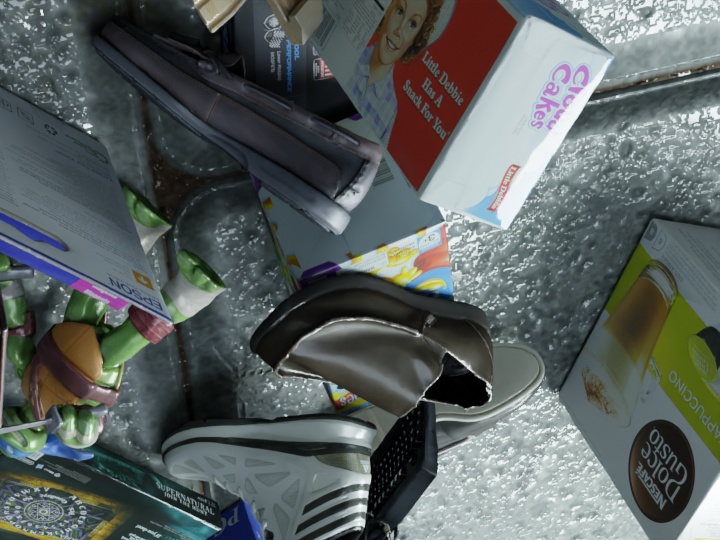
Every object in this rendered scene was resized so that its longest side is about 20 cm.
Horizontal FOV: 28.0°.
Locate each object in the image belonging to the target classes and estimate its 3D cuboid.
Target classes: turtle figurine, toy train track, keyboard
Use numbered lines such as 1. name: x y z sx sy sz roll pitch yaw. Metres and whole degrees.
1. turtle figurine: -0.198 0.038 0.946 0.194 0.144 0.200 -46 124 1
2. toy train track: -0.066 -0.210 0.792 0.115 0.032 0.201 -54 131 -28
3. keyboard: 0.006 0.174 1.089 0.039 0.105 0.201 10 140 -17

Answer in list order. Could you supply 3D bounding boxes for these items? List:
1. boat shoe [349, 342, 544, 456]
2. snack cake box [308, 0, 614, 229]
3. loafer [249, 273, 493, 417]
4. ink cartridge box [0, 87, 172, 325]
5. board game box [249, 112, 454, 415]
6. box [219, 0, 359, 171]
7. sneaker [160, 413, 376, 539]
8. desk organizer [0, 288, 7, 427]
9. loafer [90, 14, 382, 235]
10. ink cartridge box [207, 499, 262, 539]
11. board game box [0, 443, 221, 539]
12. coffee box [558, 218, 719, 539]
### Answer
1. boat shoe: 0.059 0.118 1.185 0.198 0.067 0.057 -24 151 3
2. snack cake box: 0.048 -0.131 0.825 0.067 0.201 0.116 17 117 -34
3. loafer: 0.020 0.054 0.923 0.199 0.072 0.073 5 138 -40
4. ink cartridge box: -0.215 -0.052 0.836 0.196 0.201 0.043 30 110 -37
5. board game box: 0.000 0.000 1.000 0.102 0.105 0.201 -22 148 -5
6. box: 0.007 -0.174 0.941 0.196 0.050 0.202 -10 130 -15
7. sneaker: -0.077 0.171 1.072 0.199 0.117 0.075 -9 160 38
8. desk organizer: -0.260 0.002 0.859 0.076 0.201 0.072 -1 127 -20
9. loafer: -0.075 -0.102 0.896 0.063 0.199 0.072 -52 171 -2
10. ink cartridge box: -0.156 0.286 1.195 0.199 0.094 0.044 -34 132 5
11. board game box: -0.224 0.187 1.113 0.135 0.028 0.199 -35 132 23
12. coffee box: 0.319 0.103 1.189 0.198 0.200 0.199 7 123 -28
